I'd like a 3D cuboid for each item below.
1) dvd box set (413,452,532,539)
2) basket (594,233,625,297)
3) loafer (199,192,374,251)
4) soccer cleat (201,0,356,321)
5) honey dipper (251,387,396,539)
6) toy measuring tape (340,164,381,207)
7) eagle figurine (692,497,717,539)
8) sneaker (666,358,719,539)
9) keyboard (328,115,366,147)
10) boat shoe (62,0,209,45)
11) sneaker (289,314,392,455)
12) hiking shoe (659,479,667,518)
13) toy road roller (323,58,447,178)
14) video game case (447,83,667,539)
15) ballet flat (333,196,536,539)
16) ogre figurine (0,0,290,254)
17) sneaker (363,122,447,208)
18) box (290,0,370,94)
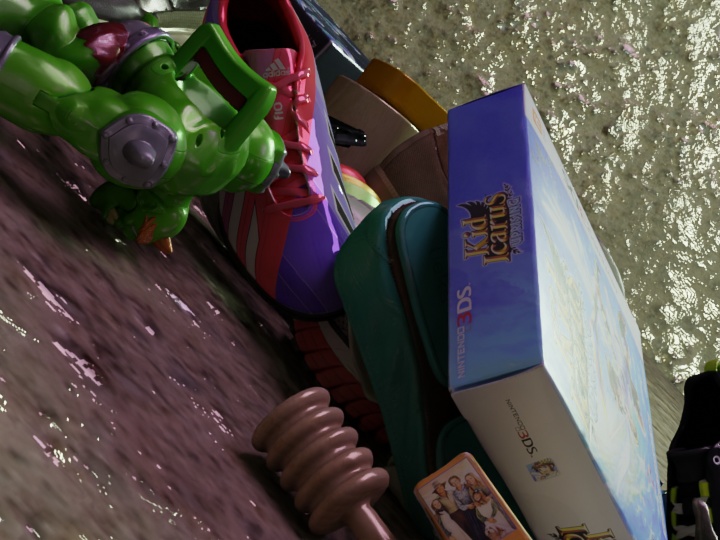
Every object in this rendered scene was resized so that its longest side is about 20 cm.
[{"bbox_3d":[0.094,0.175,0.531,0.200,0.029,0.147,54,-6,44],"label":"dvd box set"},{"bbox_3d":[0.131,0.026,1.166,0.180,0.136,0.200,45,13,1],"label":"basket"},{"bbox_3d":[0.000,0.000,0.817,0.199,0.070,0.070,36,14,-3],"label":"loafer"},{"bbox_3d":[-0.043,-0.069,0.747,0.073,0.068,0.201,105,-27,-56],"label":"soccer cleat"},{"bbox_3d":[0.028,0.132,0.547,0.200,0.038,0.038,53,11,20],"label":"honey dipper"},{"bbox_3d":[-0.041,-0.047,0.857,0.200,0.074,0.074,42,9,-44],"label":"toy measuring tape"},{"bbox_3d":[0.215,0.215,0.748,0.152,0.151,0.200,64,-5,-28],"label":"eagle figurine"},{"bbox_3d":[0.212,0.148,0.934,0.083,0.071,0.201,42,50,-30],"label":"sneaker"},{"bbox_3d":[-0.096,-0.109,0.926,0.199,0.040,0.104,28,12,38],"label":"keyboard"},{"bbox_3d":[-0.136,-0.166,0.861,0.073,0.065,0.200,23,13,25],"label":"boat shoe"},{"bbox_3d":[0.057,0.077,0.752,0.200,0.082,0.078,46,9,-4],"label":"sneaker"},{"bbox_3d":[0.215,0.175,1.017,0.200,0.087,0.074,48,9,13],"label":"hiking shoe"},{"bbox_3d":[0.008,-0.061,1.031,0.200,0.123,0.146,38,-3,-42],"label":"toy road roller"},{"bbox_3d":[0.095,0.041,0.700,0.182,0.045,0.201,58,23,-35],"label":"video game case"},{"bbox_3d":[0.035,0.067,0.693,0.067,0.070,0.202,-11,84,-37],"label":"ballet flat"},{"bbox_3d":[-0.104,-0.077,0.655,0.120,0.098,0.200,36,-5,16],"label":"ogre figurine"},{"bbox_3d":[0.088,-0.009,0.945,0.200,0.075,0.071,46,8,-30],"label":"sneaker"},{"bbox_3d":[-0.074,-0.168,1.135,0.200,0.107,0.148,52,11,30],"label":"box"}]
